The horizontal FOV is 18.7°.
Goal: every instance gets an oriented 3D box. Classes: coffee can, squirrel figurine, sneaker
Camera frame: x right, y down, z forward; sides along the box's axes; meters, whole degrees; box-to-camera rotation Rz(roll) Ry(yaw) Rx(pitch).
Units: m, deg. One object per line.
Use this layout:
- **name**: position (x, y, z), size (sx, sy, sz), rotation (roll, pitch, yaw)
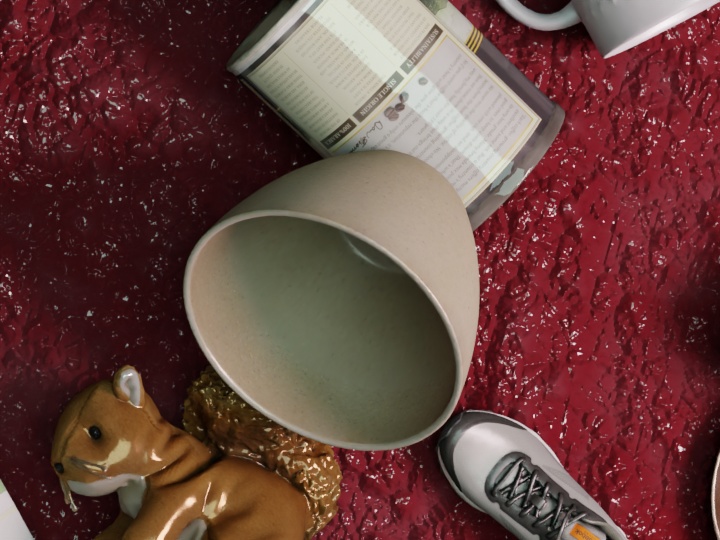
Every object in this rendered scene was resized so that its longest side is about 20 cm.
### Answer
- **coffee can**: position (0.025, -0.129, 1.560), size (0.200, 0.146, 0.146), rotation (43, 81, -11)
- **squirrel figurine**: position (-0.118, 0.139, 1.553), size (0.200, 0.142, 0.187), rotation (-41, 89, -24)
- **sneaker**: position (0.141, 0.176, 1.627), size (0.200, 0.079, 0.074), rotation (43, 83, -9)

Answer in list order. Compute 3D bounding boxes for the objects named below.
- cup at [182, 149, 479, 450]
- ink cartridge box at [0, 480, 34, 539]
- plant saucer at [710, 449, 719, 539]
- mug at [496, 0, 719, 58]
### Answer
- **cup**: position (0.000, 0.000, 1.477), size (0.200, 0.200, 0.143), rotation (43, 45, -10)
- **ink cartridge box**: position (-0.263, 0.262, 1.510), size (0.145, 0.048, 0.200), rotation (-35, 98, -46)
- **plant saucer**: position (0.359, 0.172, 1.702), size (0.200, 0.037, 0.201), rotation (0, 91, -13)
- **mug**: position (0.180, -0.255, 1.610), size (0.200, 0.148, 0.176), rotation (-28, 89, 18)
